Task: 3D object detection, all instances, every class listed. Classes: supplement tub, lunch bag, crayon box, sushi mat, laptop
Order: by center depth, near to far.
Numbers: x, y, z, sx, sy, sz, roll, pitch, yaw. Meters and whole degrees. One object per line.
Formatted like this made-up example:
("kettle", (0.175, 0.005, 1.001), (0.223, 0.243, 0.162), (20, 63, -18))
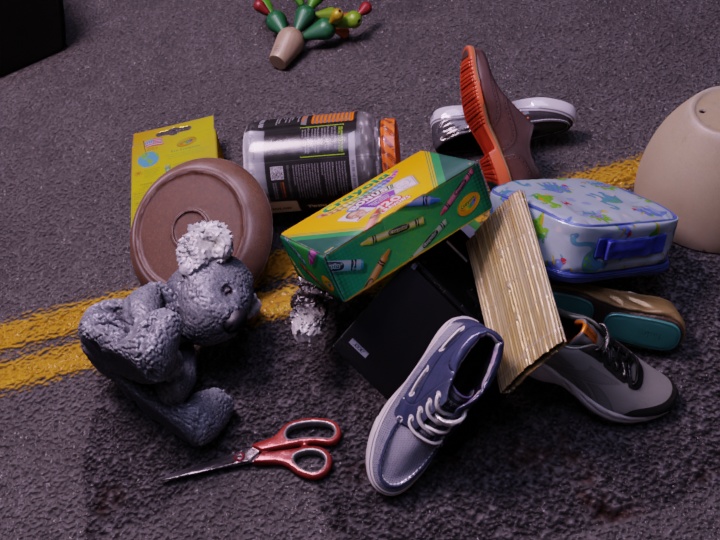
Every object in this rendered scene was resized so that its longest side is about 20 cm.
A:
("sushi mat", (0.157, 0.018, 0.981), (0.012, 0.096, 0.202), (18, 45, -28))
("crayon box", (0.027, -0.052, 1.019), (0.199, 0.059, 0.118), (-32, 24, -18))
("laptop", (0.092, 0.062, 1.044), (0.177, 0.103, 0.201), (44, 34, -8))
("lunch bag", (0.250, -0.046, 1.077), (0.198, 0.084, 0.160), (-7, 24, -36))
("supplement tub", (-0.047, -0.142, 1.248), (0.196, 0.124, 0.124), (-3, 47, 7))
("crayon box", (-0.250, -0.123, 1.317), (0.125, 0.051, 0.202), (-12, 48, 1))

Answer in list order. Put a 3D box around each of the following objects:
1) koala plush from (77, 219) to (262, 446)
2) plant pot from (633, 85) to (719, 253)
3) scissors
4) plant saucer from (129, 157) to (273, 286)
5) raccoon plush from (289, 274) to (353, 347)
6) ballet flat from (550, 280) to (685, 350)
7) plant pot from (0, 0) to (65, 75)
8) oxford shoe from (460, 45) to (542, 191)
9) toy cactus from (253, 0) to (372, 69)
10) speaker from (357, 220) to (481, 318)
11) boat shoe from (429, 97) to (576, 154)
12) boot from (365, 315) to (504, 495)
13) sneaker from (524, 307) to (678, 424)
("koala plush", (-0.197, 0.053, 1.074), (0.182, 0.179, 0.200), (20, 57, 38))
("plant pot", (0.437, -0.140, 1.150), (0.197, 0.136, 0.202), (-5, 48, 6))
("scissors", (-0.118, 0.196, 1.034), (0.196, 0.014, 0.074), (-4, 50, 8))
("plant saucer", (-0.206, -0.048, 1.187), (0.197, 0.034, 0.204), (-4, 77, 16))
("raccoon plush", (0.000, 0.000, 1.098), (0.133, 0.097, 0.202), (-28, 39, 25))
("ballet flat", (0.259, 0.044, 1.057), (0.197, 0.069, 0.063), (14, 36, -1))
("plant pot", (-0.601, -0.448, 1.587), (0.198, 0.179, 0.200), (-28, 49, -16))
("oxford shoe", (0.180, -0.196, 1.236), (0.071, 0.203, 0.071), (-17, 5, -8))
("toy cactus", (-0.094, -0.396, 1.517), (0.197, 0.103, 0.167), (19, 64, 15))
("speaker", (0.073, 0.023, 1.103), (0.088, 0.089, 0.201), (22, 56, 27))
("boat shoe", (0.192, -0.187, 1.288), (0.196, 0.070, 0.067), (0, 67, 6))
("boot", (0.070, 0.138, 0.945), (0.072, 0.090, 0.202), (28, 88, -9))
("sneaker", (0.243, 0.094, 0.985), (0.198, 0.080, 0.075), (25, 49, -6))
